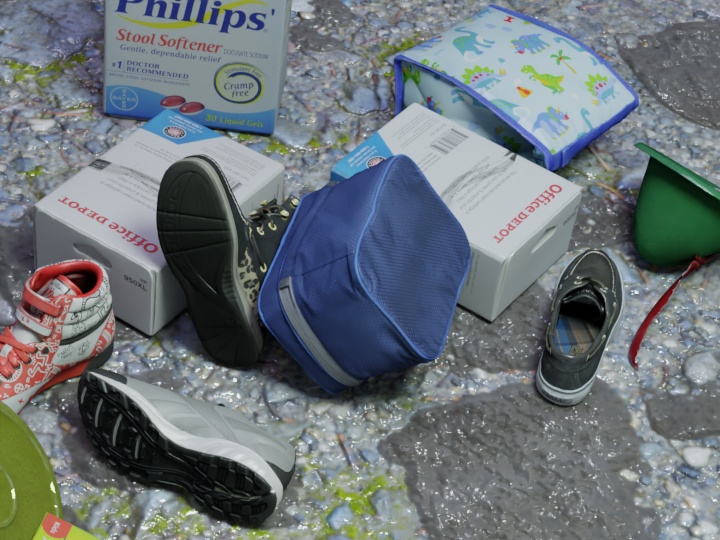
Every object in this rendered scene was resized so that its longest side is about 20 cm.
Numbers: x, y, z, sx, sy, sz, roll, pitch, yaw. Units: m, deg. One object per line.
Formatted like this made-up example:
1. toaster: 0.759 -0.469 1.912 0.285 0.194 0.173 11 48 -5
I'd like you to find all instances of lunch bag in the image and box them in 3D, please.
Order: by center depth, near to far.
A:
1. lunch bag: 0.000 0.000 1.524 0.132 0.136 0.200 -21 29 33
2. lunch bag: 0.158 -0.171 1.767 0.200 0.128 0.170 24 43 32

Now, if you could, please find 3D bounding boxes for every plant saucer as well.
1. plant saucer: -0.283 0.168 1.282 0.031 0.200 0.200 -23 34 25

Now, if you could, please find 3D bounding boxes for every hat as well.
1. hat: 0.292 -0.011 1.690 0.166 0.176 0.200 36 11 31

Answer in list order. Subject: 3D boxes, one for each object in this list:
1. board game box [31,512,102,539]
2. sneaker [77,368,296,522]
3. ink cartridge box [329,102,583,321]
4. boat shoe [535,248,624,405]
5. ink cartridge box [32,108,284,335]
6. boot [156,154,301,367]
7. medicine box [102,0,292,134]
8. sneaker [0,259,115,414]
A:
1. board game box: -0.161 0.266 1.240 0.200 0.048 0.102 28 41 -6
2. sneaker: -0.145 0.136 1.425 0.200 0.074 0.079 26 35 11
3. ink cartridge box: 0.089 -0.059 1.661 0.200 0.084 0.145 29 45 23
4. boat shoe: 0.207 0.039 1.589 0.068 0.057 0.200 14 42 8
5. ink cartridge box: -0.187 -0.049 1.607 0.144 0.084 0.200 27 44 21
6. boot: -0.105 -0.037 1.531 0.073 0.204 0.154 2 33 25
7. medicine box: -0.163 -0.255 1.754 0.181 0.200 0.103 7 41 0
8. sneaker: -0.289 0.064 1.447 0.067 0.108 0.201 34 48 27
